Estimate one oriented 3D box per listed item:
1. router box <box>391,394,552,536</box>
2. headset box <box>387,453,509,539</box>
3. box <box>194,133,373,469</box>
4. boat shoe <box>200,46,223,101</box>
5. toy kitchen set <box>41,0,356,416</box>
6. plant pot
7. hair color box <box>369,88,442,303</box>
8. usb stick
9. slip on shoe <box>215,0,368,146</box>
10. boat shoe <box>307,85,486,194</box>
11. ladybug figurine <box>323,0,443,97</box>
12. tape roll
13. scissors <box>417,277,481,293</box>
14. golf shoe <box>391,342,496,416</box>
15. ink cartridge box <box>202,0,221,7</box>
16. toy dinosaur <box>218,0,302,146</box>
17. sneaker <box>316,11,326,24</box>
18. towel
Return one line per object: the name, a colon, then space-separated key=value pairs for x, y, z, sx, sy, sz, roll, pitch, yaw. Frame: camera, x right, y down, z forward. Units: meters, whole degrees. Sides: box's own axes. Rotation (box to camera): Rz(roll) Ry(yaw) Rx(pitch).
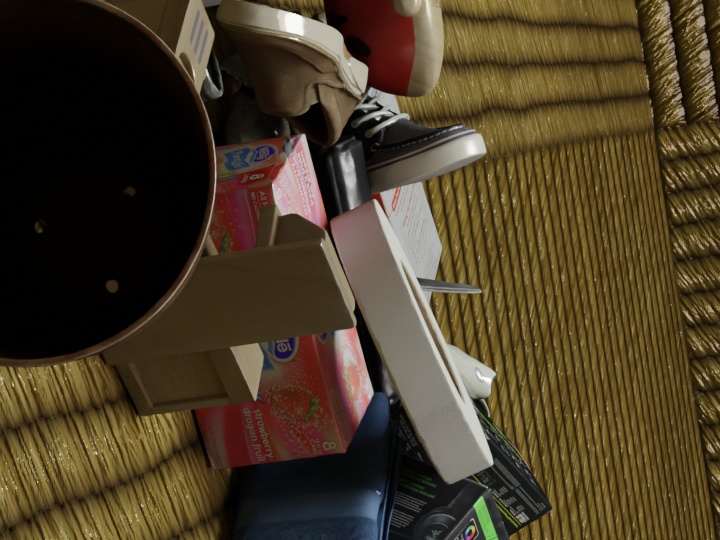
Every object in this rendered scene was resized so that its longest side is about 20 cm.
router box: x=0.049 y=0.172 z=1.883 sx=0.062 sy=0.149 sz=0.200 roll=59 pitch=5 yaw=28
headset box: x=0.031 y=0.255 z=1.746 sx=0.200 sy=0.092 sz=0.175 roll=-47 pitch=135 yaw=-29
box: x=-0.068 y=0.022 z=1.660 sx=0.095 sy=0.102 sz=0.201 roll=-64 pitch=143 yaw=-63
boat shoe: x=-0.132 y=-0.207 z=1.622 sx=0.071 sy=0.063 sz=0.201 roll=-45 pitch=125 yaw=-70
toy kitchen set: x=-0.083 y=-0.047 z=1.534 sx=0.181 sy=0.162 sz=0.201 roll=-81 pitch=156 yaw=-46
plant pot: x=-0.157 y=-0.034 z=1.299 sx=0.200 sy=0.186 sz=0.188 roll=68 pitch=15 yaw=-82
hair color box: x=0.007 y=-0.064 z=2.029 sx=0.111 sy=0.063 sz=0.201 roll=-74 pitch=152 yaw=-53
usb stick: x=0.000 y=0.000 z=1.802 sx=0.055 sy=0.032 sz=0.201 roll=-36 pitch=117 yaw=-67
slip on shoe: x=-0.049 y=-0.135 z=1.683 sx=0.200 sy=0.076 sz=0.061 roll=33 pitch=73 yaw=-73
boat shoe: x=0.006 y=-0.104 z=1.850 sx=0.074 sy=0.199 sz=0.093 roll=-17 pitch=91 yaw=-46
ladybug figurine: x=0.014 y=-0.191 z=1.810 sx=0.200 sy=0.071 sz=0.137 roll=176 pitch=-99 yaw=-85
tape roll: x=0.035 y=0.049 z=1.691 sx=0.203 sy=0.037 sz=0.204 roll=-24 pitch=90 yaw=-87
scissors: x=0.031 y=0.013 z=1.941 sx=0.199 sy=0.014 sz=0.073 roll=16 pitch=19 yaw=-34
golf shoe: x=0.049 y=0.118 z=1.934 sx=0.200 sy=0.097 sz=0.079 roll=111 pitch=-4 yaw=-63
ink cartridge box: x=-0.069 y=-0.293 z=1.732 sx=0.200 sy=0.145 sz=0.148 roll=-68 pitch=146 yaw=-61
toy dinosaur: x=-0.071 y=-0.087 z=1.794 sx=0.102 sy=0.077 sz=0.201 roll=30 pitch=57 yaw=-55
sneaker: x=0.030 y=-0.186 z=2.117 sx=0.200 sy=0.088 sz=0.077 roll=-3 pitch=85 yaw=-74
towel: x=-0.033 y=0.171 z=1.687 sx=0.201 sy=0.111 sz=0.049 roll=-80 pitch=160 yaw=-47
